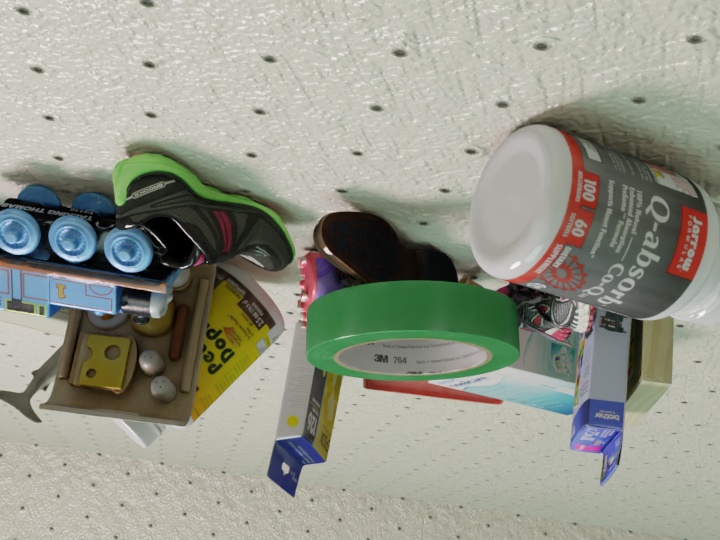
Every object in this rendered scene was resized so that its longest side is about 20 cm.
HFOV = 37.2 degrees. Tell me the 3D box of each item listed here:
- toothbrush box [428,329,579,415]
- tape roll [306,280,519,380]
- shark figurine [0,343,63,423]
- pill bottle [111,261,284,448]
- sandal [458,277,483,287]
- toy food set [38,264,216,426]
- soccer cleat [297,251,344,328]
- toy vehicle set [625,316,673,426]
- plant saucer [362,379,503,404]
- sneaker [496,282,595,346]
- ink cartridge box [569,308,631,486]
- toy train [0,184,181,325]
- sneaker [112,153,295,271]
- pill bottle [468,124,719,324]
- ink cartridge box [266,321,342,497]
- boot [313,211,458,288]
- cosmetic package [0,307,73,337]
[{"bbox_3d":[0.200,0.100,1.225,0.200,0.085,0.146,14,161,-21],"label":"toothbrush box"},{"bbox_3d":[0.049,0.061,1.009,0.200,0.048,0.200,-1,162,0],"label":"tape roll"},{"bbox_3d":[-0.407,0.112,1.475,0.128,0.214,0.090,29,145,55],"label":"shark figurine"},{"bbox_3d":[-0.184,0.091,1.141,0.109,0.200,0.109,39,161,17],"label":"pill bottle"},{"bbox_3d":[0.062,0.043,1.161,0.070,0.078,0.212,31,156,-5],"label":"sandal"},{"bbox_3d":[-0.229,0.052,1.064,0.143,0.200,0.060,6,158,4],"label":"toy food set"},{"bbox_3d":[-0.028,0.025,1.131,0.076,0.067,0.200,0,164,-2],"label":"soccer cleat"},{"bbox_3d":[0.277,0.074,1.056,0.026,0.124,0.200,5,162,7],"label":"toy vehicle set"},{"bbox_3d":[0.104,0.134,1.440,0.199,0.037,0.200,6,162,3],"label":"plant saucer"},{"bbox_3d":[0.178,0.024,1.018,0.075,0.081,0.200,10,162,-1],"label":"sneaker"},{"bbox_3d":[0.230,0.097,1.024,0.042,0.200,0.119,5,161,5],"label":"ink cartridge box"},{"bbox_3d":[-0.262,-0.010,1.011,0.200,0.087,0.114,9,118,3],"label":"toy train"},{"bbox_3d":[-0.144,-0.034,0.961,0.077,0.084,0.200,-10,154,44],"label":"sneaker"},{"bbox_3d":[0.192,-0.028,0.803,0.200,0.116,0.116,15,160,-23],"label":"pill bottle"},{"bbox_3d":[-0.068,0.191,1.416,0.047,0.200,0.198,5,162,9],"label":"ink cartridge box"},{"bbox_3d":[0.000,0.000,1.024,0.097,0.075,0.200,-11,156,37],"label":"boot"},{"bbox_3d":[-0.336,0.008,1.132,0.200,0.104,0.073,19,159,-29],"label":"cosmetic package"}]
